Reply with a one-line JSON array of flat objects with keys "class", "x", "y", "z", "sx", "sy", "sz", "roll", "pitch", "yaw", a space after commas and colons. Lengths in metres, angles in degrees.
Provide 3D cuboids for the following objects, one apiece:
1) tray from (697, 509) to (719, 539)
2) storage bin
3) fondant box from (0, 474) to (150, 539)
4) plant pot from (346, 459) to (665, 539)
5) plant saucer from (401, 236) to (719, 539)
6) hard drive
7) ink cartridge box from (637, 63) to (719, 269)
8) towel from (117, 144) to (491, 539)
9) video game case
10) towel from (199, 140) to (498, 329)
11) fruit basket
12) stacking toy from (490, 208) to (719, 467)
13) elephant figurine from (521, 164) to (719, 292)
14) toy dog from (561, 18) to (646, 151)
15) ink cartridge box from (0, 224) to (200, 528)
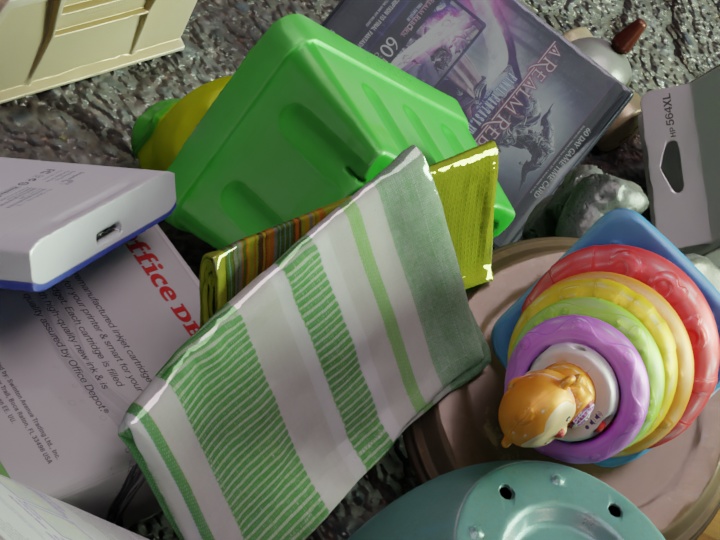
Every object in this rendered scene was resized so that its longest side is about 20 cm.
[{"class": "tray", "x": 0.165, "y": 0.164, "z": 0.907, "sx": 0.199, "sy": 0.037, "sz": 0.099, "roll": 27, "pitch": 42, "yaw": -8}, {"class": "storage bin", "x": -0.224, "y": -0.221, "z": 0.991, "sx": 0.198, "sy": 0.094, "sz": 0.200, "roll": -25, "pitch": 67, "yaw": -44}, {"class": "fondant box", "x": -0.107, "y": 0.145, "z": 0.629, "sx": 0.144, "sy": 0.059, "sz": 0.200, "roll": 28, "pitch": -5, "yaw": 42}, {"class": "plant pot", "x": 0.066, "y": 0.186, "z": 0.732, "sx": 0.199, "sy": 0.161, "sz": 0.202, "roll": 17, "pitch": 44, "yaw": -17}, {"class": "plant saucer", "x": 0.120, "y": 0.073, "z": 0.865, "sx": 0.198, "sy": 0.030, "sz": 0.202, "roll": 2, "pitch": 70, "yaw": -7}, {"class": "hard drive", "x": -0.210, "y": -0.030, "z": 0.772, "sx": 0.198, "sy": 0.026, "sz": 0.132, "roll": 6, "pitch": 21, "yaw": 22}, {"class": "ink cartridge box", "x": 0.301, "y": -0.069, "z": 1.115, "sx": 0.198, "sy": 0.125, "sz": 0.130, "roll": 4, "pitch": 71, "yaw": -28}, {"class": "towel", "x": -0.020, "y": 0.056, "z": 0.764, "sx": 0.200, "sy": 0.153, "sz": 0.023, "roll": -41, "pitch": 44, "yaw": -22}, {"class": "video game case", "x": 0.066, "y": -0.127, "z": 1.065, "sx": 0.200, "sy": 0.143, "sz": 0.019, "roll": 39, "pitch": -3, "yaw": 9}, {"class": "towel", "x": 0.000, "y": 0.000, "z": 0.787, "sx": 0.199, "sy": 0.087, "sz": 0.018, "roll": -24, "pitch": 40, "yaw": -37}, {"class": "fruit basket", "x": -0.039, "y": -0.066, "z": 0.896, "sx": 0.215, "sy": 0.156, "sz": 0.216, "roll": 37, "pitch": 14, "yaw": -10}, {"class": "stacking toy", "x": 0.108, "y": 0.050, "z": 0.744, "sx": 0.110, "sy": 0.116, "sz": 0.200, "roll": 48, "pitch": 21, "yaw": 9}, {"class": "elephant figurine", "x": 0.191, "y": 0.034, "z": 0.976, "sx": 0.199, "sy": 0.141, "sz": 0.156, "roll": 35, "pitch": 86, "yaw": -8}, {"class": "toy dog", "x": 0.145, "y": -0.138, "z": 1.133, "sx": 0.132, "sy": 0.097, "sz": 0.200, "roll": 39, "pitch": 42, "yaw": 7}, {"class": "ink cartridge box", "x": -0.164, "y": 0.062, "z": 0.766, "sx": 0.199, "sy": 0.084, "sz": 0.146, "roll": -19, "pitch": 63, "yaw": -41}]
